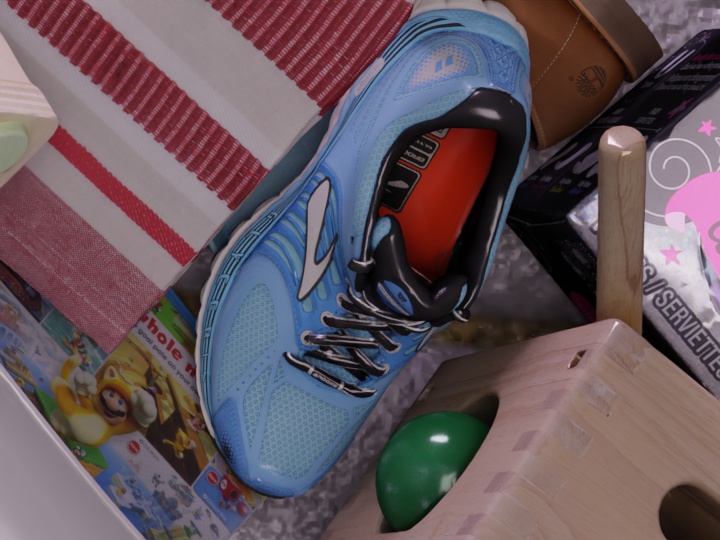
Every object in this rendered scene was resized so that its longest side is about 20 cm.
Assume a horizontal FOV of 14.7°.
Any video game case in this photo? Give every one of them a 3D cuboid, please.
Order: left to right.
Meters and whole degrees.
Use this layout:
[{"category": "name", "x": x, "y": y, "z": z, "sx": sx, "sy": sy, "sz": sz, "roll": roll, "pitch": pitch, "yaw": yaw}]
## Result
[{"category": "video game case", "x": -0.116, "y": 0.067, "z": 0.988, "sx": 0.143, "sy": 0.018, "sz": 0.200, "roll": 52, "pitch": 43, "yaw": -7}]

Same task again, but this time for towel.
[{"category": "towel", "x": -0.079, "y": -0.085, "z": 0.961, "sx": 0.144, "sy": 0.023, "sz": 0.200, "roll": 42, "pitch": 114, "yaw": -1}]

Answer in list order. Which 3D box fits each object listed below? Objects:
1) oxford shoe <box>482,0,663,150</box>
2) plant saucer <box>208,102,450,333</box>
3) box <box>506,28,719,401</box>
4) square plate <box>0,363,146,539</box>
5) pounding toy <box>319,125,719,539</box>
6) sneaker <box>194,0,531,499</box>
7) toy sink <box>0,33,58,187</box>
[{"category": "oxford shoe", "x": 0.021, "y": -0.125, "z": 1.045, "sx": 0.200, "sy": 0.071, "sz": 0.071, "roll": 44, "pitch": 88, "yaw": -9}, {"category": "plant saucer", "x": -0.036, "y": -0.047, "z": 1.021, "sx": 0.070, "sy": 0.019, "sz": 0.200, "roll": -23, "pitch": 118, "yaw": 7}, {"category": "box", "x": 0.166, "y": 0.016, "z": 1.040, "sx": 0.115, "sy": 0.132, "sz": 0.200, "roll": -42, "pitch": 98, "yaw": -5}, {"category": "square plate", "x": -0.149, "y": 0.135, "z": 0.857, "sx": 0.198, "sy": 0.028, "sz": 0.200, "roll": -41, "pitch": 108, "yaw": -6}, {"category": "pounding toy", "x": 0.088, "y": 0.079, "z": 0.956, "sx": 0.200, "sy": 0.184, "sz": 0.142, "roll": 39, "pitch": 72, "yaw": -12}, {"category": "sneaker", "x": 0.000, "y": 0.000, "z": 0.989, "sx": 0.078, "sy": 0.090, "sz": 0.200, "roll": 18, "pitch": 114, "yaw": -18}, {"category": "toy sink", "x": -0.191, "y": -0.048, "z": 0.919, "sx": 0.130, "sy": 0.112, "sz": 0.200, "roll": -43, "pitch": 66, "yaw": 24}]
